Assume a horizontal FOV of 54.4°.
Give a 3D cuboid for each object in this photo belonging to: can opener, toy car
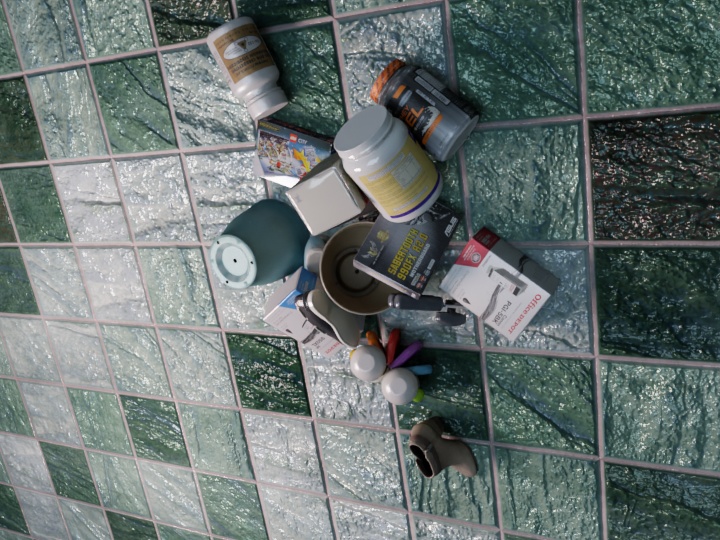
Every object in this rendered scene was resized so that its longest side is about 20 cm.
[{"bbox_3d":[0.152,0.087,1.516,0.053,0.200,0.067,7,93,61],"label":"can opener"},{"bbox_3d":[0.080,0.217,1.640,0.200,0.175,0.150,35,86,12],"label":"toy car"}]

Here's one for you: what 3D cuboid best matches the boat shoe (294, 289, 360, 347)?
[{"bbox_3d":[-0.072,0.111,1.573,0.060,0.074,0.200,-9,144,35],"label":"boat shoe"}]

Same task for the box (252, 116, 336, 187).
[{"bbox_3d":[-0.152,-0.261,1.618,0.200,0.038,0.137,22,119,19],"label":"box"}]

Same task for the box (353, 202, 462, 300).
[{"bbox_3d":[0.100,-0.062,1.473,0.158,0.200,0.048,29,165,7],"label":"box"}]

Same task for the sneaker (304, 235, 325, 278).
[{"bbox_3d":[-0.100,-0.001,1.692,0.074,0.082,0.200,1,135,-7],"label":"sneaker"}]

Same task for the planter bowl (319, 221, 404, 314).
[{"bbox_3d":[0.000,0.000,1.562,0.200,0.200,0.135,56,168,-2],"label":"planter bowl"}]

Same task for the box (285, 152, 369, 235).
[{"bbox_3d":[-0.046,-0.177,1.468,0.128,0.200,0.109,-24,107,27],"label":"box"}]

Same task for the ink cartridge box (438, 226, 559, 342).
[{"bbox_3d":[0.290,0.029,1.472,0.200,0.083,0.147,37,122,11],"label":"ink cartridge box"}]

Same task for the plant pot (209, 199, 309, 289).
[{"bbox_3d":[-0.251,-0.048,1.671,0.200,0.188,0.200,11,116,24],"label":"plant pot"}]

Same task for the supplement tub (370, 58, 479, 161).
[{"bbox_3d":[0.124,-0.321,1.392,0.200,0.123,0.123,40,124,9],"label":"supplement tub"}]

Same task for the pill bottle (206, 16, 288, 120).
[{"bbox_3d":[-0.244,-0.442,1.546,0.114,0.114,0.200,-22,99,34],"label":"pill bottle"}]

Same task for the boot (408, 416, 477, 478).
[{"bbox_3d":[0.190,0.444,1.662,0.070,0.146,0.200,-40,89,33],"label":"boot"}]

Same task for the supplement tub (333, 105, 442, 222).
[{"bbox_3d":[0.055,-0.207,1.372,0.145,0.146,0.200,-17,132,33],"label":"supplement tub"}]

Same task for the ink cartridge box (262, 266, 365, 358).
[{"bbox_3d":[-0.106,0.104,1.670,0.200,0.084,0.145,33,128,-20],"label":"ink cartridge box"}]

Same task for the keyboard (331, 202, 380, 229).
[{"bbox_3d":[0.000,-0.142,1.597,0.200,0.040,0.104,-20,78,34],"label":"keyboard"}]
